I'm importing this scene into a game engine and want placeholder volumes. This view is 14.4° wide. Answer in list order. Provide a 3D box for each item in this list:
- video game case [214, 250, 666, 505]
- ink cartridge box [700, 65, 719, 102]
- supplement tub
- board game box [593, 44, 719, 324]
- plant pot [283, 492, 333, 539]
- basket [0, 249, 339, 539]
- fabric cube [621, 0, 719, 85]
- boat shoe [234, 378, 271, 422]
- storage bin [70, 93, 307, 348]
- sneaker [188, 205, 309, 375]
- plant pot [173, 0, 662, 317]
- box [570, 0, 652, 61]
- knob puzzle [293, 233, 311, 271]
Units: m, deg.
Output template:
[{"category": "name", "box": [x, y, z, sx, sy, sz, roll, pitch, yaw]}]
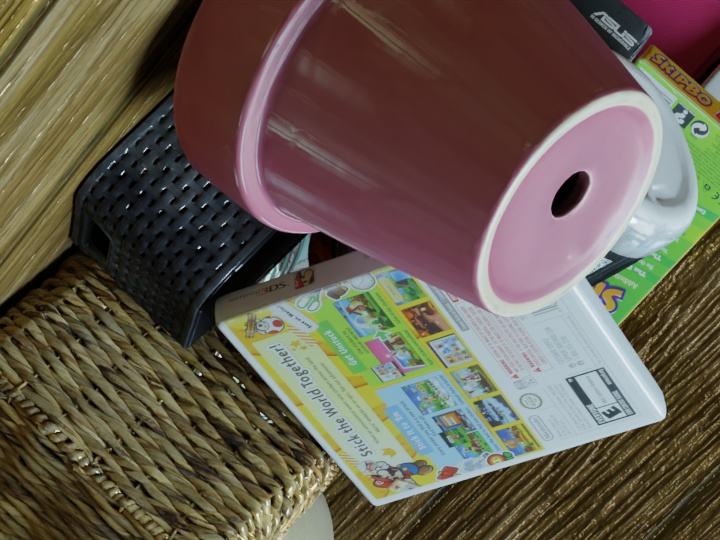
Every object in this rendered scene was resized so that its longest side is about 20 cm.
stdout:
[{"category": "video game case", "box": [0.046, 0.048, 1.539, 0.182, 0.023, 0.200, -18, 140, 18]}, {"category": "ink cartridge box", "box": [0.250, -0.108, 1.716, 0.200, 0.067, 0.116, -47, 175, 3]}, {"category": "supplement tub", "box": [0.074, -0.031, 1.560, 0.200, 0.123, 0.123, -31, -175, 32]}, {"category": "board game box", "box": [0.149, -0.035, 1.672, 0.200, 0.096, 0.030, -50, 178, 39]}, {"category": "plant pot", "box": [-0.134, 0.165, 1.808, 0.200, 0.200, 0.134, -46, 142, -7]}, {"category": "basket", "box": [-0.135, 0.104, 1.636, 0.149, 0.200, 0.143, -44, 174, -40]}, {"category": "fabric cube", "box": [0.154, -0.188, 1.784, 0.199, 0.196, 0.200, -47, 175, 13]}, {"category": "boat shoe", "box": [-0.081, 0.056, 1.844, 0.062, 0.200, 0.072, -6, -106, 55]}, {"category": "storage bin", "box": [-0.056, -0.065, 1.570, 0.200, 0.094, 0.135, -45, 175, -15]}, {"category": "sneaker", "box": [-0.092, 0.045, 1.699, 0.086, 0.078, 0.200, 2, 129, -54]}, {"category": "plant pot", "box": [0.039, -0.079, 1.381, 0.200, 0.179, 0.200, -34, 146, -27]}, {"category": "box", "box": [0.059, -0.127, 1.653, 0.044, 0.160, 0.200, -48, 177, -35]}, {"category": "knob puzzle", "box": [0.000, 0.000, 1.733, 0.220, 0.220, 0.030, -49, -168, 29]}]
